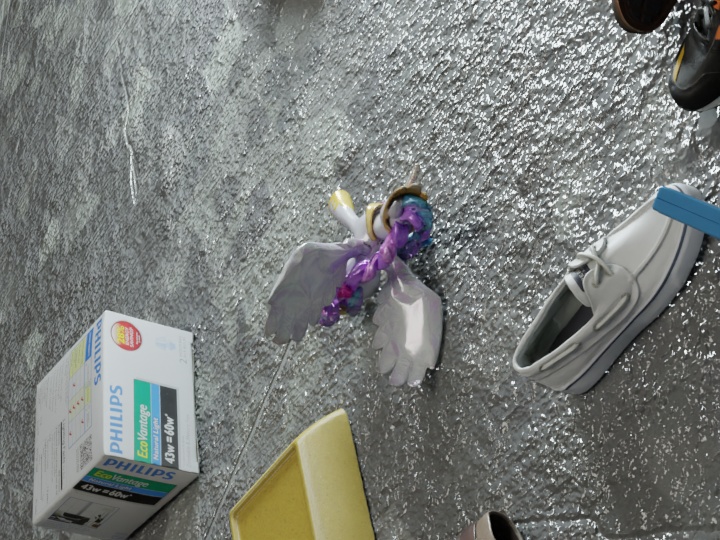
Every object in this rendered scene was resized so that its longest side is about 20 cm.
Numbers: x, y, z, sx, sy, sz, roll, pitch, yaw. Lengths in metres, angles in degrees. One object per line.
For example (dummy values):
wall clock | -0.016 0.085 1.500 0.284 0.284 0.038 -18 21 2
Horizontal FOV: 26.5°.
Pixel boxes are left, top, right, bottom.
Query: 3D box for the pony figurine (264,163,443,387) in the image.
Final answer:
pony figurine | 0.000 0.000 1.433 0.200 0.166 0.193 169 121 -73

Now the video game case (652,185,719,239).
video game case | 0.286 0.000 0.890 0.143 0.200 0.018 35 107 58

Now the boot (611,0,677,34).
boot | 0.219 -0.265 1.262 0.097 0.075 0.200 139 144 -60

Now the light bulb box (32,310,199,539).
light bulb box | -0.294 0.188 1.826 0.200 0.125 0.198 -42 43 41

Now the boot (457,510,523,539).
boot | 0.074 0.257 1.264 0.146 0.070 0.200 -57 36 16

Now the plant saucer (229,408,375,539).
plant saucer | -0.067 0.264 1.499 0.200 0.048 0.200 -49 39 35

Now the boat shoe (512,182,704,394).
boat shoe | 0.188 0.014 1.175 0.200 0.065 0.074 -60 33 23

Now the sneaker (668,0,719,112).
sneaker | 0.270 -0.212 1.119 0.200 0.090 0.070 -58 35 25
